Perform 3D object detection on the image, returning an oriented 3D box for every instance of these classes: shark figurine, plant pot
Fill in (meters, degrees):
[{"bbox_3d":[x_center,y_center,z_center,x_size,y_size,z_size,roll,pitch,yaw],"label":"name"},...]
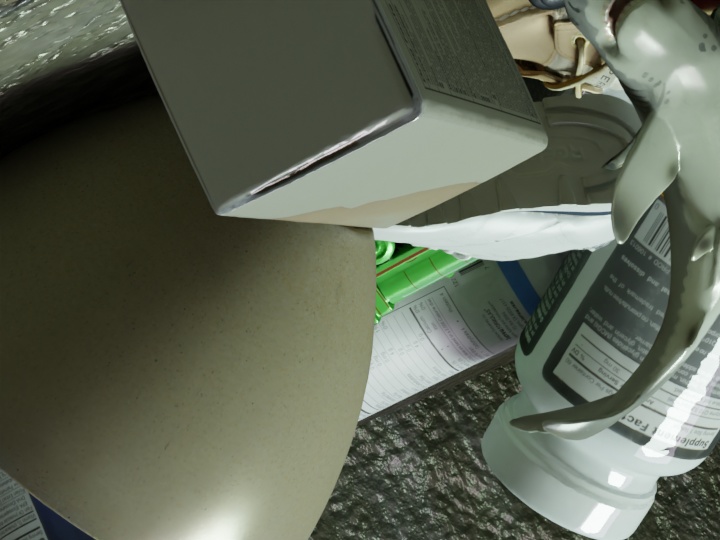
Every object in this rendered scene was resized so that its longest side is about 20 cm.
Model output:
[{"bbox_3d":[0.124,-0.030,0.952,0.127,0.216,0.090,-4,-158,-17],"label":"shark figurine"},{"bbox_3d":[-0.070,0.010,0.909,0.135,0.200,0.200,-51,168,11],"label":"plant pot"}]

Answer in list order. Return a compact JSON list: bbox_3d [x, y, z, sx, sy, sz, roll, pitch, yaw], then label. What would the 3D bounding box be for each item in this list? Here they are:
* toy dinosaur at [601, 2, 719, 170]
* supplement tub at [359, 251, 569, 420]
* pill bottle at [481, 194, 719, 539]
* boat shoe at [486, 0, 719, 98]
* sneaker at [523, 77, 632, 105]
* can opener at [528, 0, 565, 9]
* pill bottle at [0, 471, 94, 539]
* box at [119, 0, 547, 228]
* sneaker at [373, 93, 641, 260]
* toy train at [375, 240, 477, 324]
[{"bbox_3d":[0.175,-0.090,0.972,0.087,0.048,0.200,4,156,-14],"label":"toy dinosaur"},{"bbox_3d":[0.016,0.003,1.291,0.199,0.133,0.132,-26,173,13],"label":"supplement tub"},{"bbox_3d":[0.149,0.031,1.191,0.116,0.116,0.201,-12,135,-62],"label":"pill bottle"},{"bbox_3d":[0.101,-0.110,0.991,0.199,0.070,0.074,-23,173,-19],"label":"boat shoe"},{"bbox_3d":[0.141,-0.105,1.106,0.199,0.071,0.080,-23,148,28],"label":"sneaker"},{"bbox_3d":[0.142,-0.150,0.950,0.199,0.079,0.063,-20,-149,-16],"label":"can opener"},{"bbox_3d":[-0.151,0.118,1.268,0.111,0.201,0.112,-24,173,-3],"label":"pill bottle"},{"bbox_3d":[-0.004,-0.072,0.816,0.077,0.096,0.200,-26,172,15],"label":"box"},{"bbox_3d":[0.037,-0.035,1.069,0.198,0.077,0.081,4,154,-13],"label":"sneaker"},{"bbox_3d":[0.000,0.000,1.194,0.199,0.057,0.042,-27,-153,19],"label":"toy train"}]
